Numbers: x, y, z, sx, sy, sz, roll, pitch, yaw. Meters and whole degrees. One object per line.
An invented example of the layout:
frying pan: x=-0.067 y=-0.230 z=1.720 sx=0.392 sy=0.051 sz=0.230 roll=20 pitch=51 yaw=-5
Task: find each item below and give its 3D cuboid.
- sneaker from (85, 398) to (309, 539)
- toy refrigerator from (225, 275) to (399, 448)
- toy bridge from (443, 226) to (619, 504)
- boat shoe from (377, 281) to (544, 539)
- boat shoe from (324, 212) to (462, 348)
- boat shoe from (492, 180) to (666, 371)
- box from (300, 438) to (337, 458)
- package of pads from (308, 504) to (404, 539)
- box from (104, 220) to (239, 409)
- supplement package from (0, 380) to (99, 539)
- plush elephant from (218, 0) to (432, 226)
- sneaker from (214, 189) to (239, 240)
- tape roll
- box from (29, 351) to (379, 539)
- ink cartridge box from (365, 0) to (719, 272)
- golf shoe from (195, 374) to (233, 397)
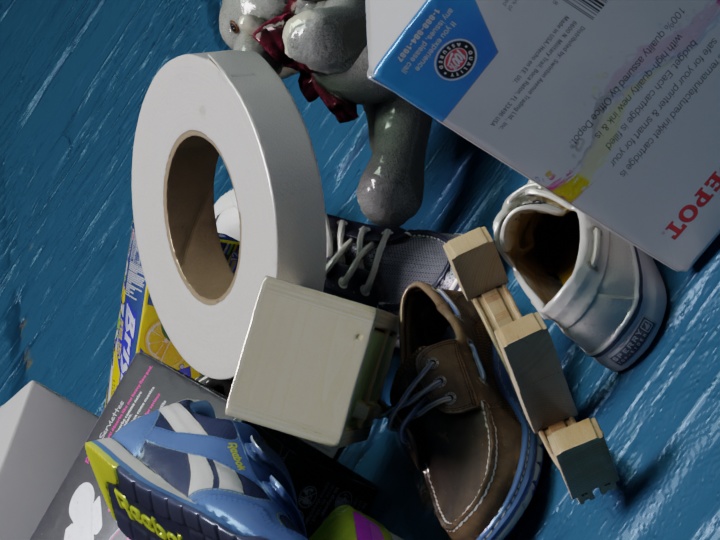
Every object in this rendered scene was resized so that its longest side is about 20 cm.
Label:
sneaker: x=-0.063 y=0.123 z=1.373 sx=0.082 sy=0.074 sz=0.200 roll=-30 pitch=41 yaw=-26
toy refrigerator: x=-0.019 y=0.051 z=1.438 sx=0.200 sy=0.070 sz=0.076 roll=36 pitch=-110 yaw=-85
toy bridge: x=0.089 y=0.054 z=1.346 sx=0.027 sy=0.067 sz=0.200 roll=-24 pitch=36 yaw=-1
boat shoe: x=0.046 y=0.077 z=1.415 sx=0.072 sy=0.072 sz=0.200 roll=-51 pitch=21 yaw=22
boat shoe: x=0.000 y=0.000 z=1.609 sx=0.200 sy=0.092 sz=0.075 roll=-18 pitch=44 yaw=62
boat shoe: x=0.107 y=-0.019 z=1.412 sx=0.071 sy=0.070 sz=0.200 roll=-51 pitch=21 yaw=20
box: x=-0.049 y=0.072 z=1.702 sx=0.039 sy=0.041 sz=0.200 roll=-60 pitch=19 yaw=3
package of pads: x=-0.036 y=0.238 z=1.388 sx=0.200 sy=0.068 sz=0.155 roll=-52 pitch=21 yaw=19
box: x=-0.128 y=0.073 z=1.751 sx=0.064 sy=0.070 sz=0.201 roll=-154 pitch=72 yaw=-70
supplement package: x=-0.234 y=0.203 z=1.841 sx=0.121 sy=0.119 sz=0.201 roll=-38 pitch=29 yaw=48
plush elephant: x=-0.035 y=-0.147 z=1.672 sx=0.154 sy=0.165 sz=0.201 roll=-2 pitch=49 yaw=28
sneaker: x=-0.102 y=0.035 z=1.829 sx=0.199 sy=0.079 sz=0.130 roll=-36 pitch=31 yaw=48
tape roll: x=-0.083 y=-0.035 z=1.613 sx=0.203 sy=0.037 sz=0.204 roll=22 pitch=115 yaw=58
box: x=-0.107 y=0.171 z=1.527 sx=0.115 sy=0.132 sz=0.201 roll=27 pitch=86 yaw=46
ink cartridge box: x=0.124 y=-0.130 z=1.339 sx=0.147 sy=0.199 sz=0.145 roll=-50 pitch=19 yaw=23
golf shoe: x=-0.116 y=0.156 z=1.640 sx=0.092 sy=0.072 sz=0.201 roll=104 pitch=179 yaw=-70
